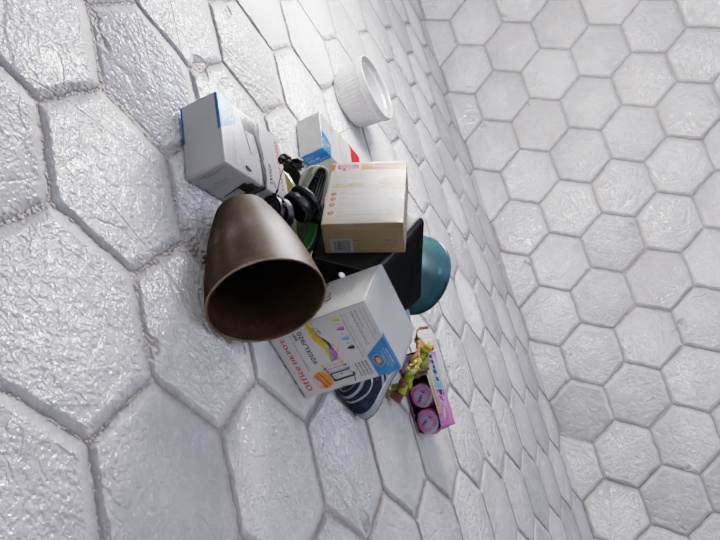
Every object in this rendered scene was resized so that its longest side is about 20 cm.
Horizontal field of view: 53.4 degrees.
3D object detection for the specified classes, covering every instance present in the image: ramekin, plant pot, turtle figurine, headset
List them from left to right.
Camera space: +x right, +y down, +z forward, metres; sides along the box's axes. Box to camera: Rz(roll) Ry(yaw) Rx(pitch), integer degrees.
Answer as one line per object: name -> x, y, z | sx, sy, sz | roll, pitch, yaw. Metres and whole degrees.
plant pot -> -0.171, -0.022, 1.141 | 0.187, 0.186, 0.201 | 43, 18, -48
headset -> -0.118, -0.106, 1.261 | 0.123, 0.094, 0.201 | -27, 123, -37
plant pot -> 0.000, 0.000, 1.434 | 0.177, 0.199, 0.200 | -49, 146, -49
ramekin -> 0.004, -0.515, 2.091 | 0.200, 0.105, 0.201 | 51, 28, -40
plant pot -> 0.081, -0.014, 1.708 | 0.188, 0.200, 0.201 | 23, 47, -42
turtle figurine -> 0.125, 0.215, 1.625 | 0.064, 0.162, 0.200 | 28, 21, -1

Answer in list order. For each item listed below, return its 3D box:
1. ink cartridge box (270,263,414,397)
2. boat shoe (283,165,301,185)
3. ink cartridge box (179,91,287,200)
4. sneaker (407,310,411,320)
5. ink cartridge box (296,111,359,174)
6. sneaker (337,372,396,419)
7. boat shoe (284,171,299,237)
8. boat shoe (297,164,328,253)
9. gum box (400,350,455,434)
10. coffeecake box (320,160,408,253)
ink cartridge box -> -0.032, 0.109, 1.285 | 0.148, 0.199, 0.145 | 61, 24, -18
boat shoe -> -0.127, -0.138, 1.465 | 0.074, 0.075, 0.201 | -95, 168, -84
ink cartridge box -> -0.221, -0.200, 1.276 | 0.200, 0.084, 0.145 | 30, 44, -59
sneaker -> 0.056, 0.079, 1.600 | 0.073, 0.071, 0.201 | -32, 102, -59
ink cartridge box -> -0.071, -0.274, 1.732 | 0.200, 0.067, 0.117 | 41, 35, -51
sneaker -> 0.019, 0.188, 1.450 | 0.109, 0.070, 0.201 | 48, 54, -36
boat shoe -> -0.160, -0.102, 1.357 | 0.063, 0.073, 0.202 | 16, 65, -49
boat shoe -> -0.108, -0.112, 1.392 | 0.062, 0.072, 0.201 | 176, -74, -75
gum box -> 0.164, 0.302, 1.762 | 0.113, 0.066, 0.201 | 18, 54, -65
coffeecake box -> 0.013, -0.126, 1.385 | 0.201, 0.153, 0.073 | -83, 169, -47
